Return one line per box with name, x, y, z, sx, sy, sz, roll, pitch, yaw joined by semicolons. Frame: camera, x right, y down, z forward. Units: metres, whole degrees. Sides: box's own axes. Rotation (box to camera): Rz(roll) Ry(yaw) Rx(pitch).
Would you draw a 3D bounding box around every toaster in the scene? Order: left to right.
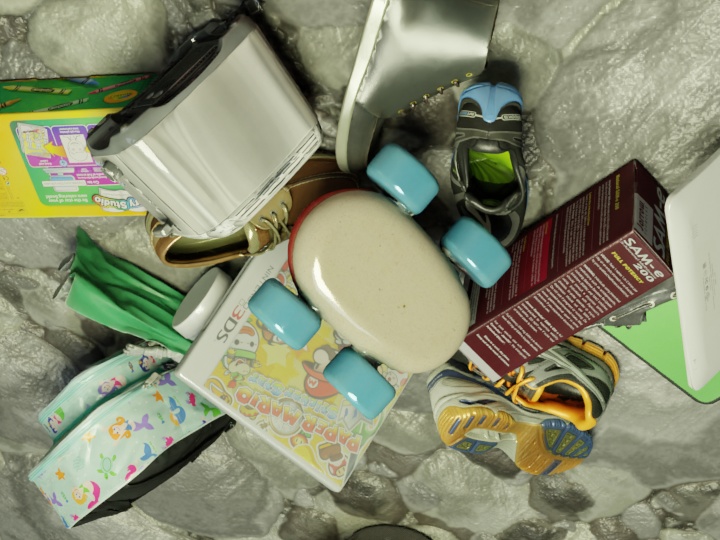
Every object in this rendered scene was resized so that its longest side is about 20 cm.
toaster;-0.121;-0.120;1.133;0.130;0.200;0.113;51;157;-23

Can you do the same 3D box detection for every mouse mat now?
mouse mat;0.307;0.036;1.250;0.199;0.008;0.161;37;129;-15

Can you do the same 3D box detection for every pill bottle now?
pill bottle;-0.087;0.085;1.338;0.199;0.105;0.104;39;129;-18

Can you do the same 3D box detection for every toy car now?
toy car;0.000;0.000;1.201;0.177;0.200;0.185;43;86;-17

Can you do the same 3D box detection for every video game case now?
video game case;-0.049;0.079;1.286;0.199;0.183;0.023;38;165;-18

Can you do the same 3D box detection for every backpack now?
backpack;-0.245;0.168;1.392;0.151;0.200;0.177;50;128;-2

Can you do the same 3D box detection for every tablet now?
tablet;0.305;-0.010;1.134;0.014;0.130;0.202;21;139;42

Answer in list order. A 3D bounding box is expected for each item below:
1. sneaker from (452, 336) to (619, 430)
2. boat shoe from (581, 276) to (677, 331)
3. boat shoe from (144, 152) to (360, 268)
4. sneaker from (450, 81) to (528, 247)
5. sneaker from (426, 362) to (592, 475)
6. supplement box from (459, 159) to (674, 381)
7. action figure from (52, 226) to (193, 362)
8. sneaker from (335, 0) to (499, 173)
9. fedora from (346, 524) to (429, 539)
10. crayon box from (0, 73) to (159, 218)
sneaker;0.152;0.088;1.292;0.198;0.078;0.079;19;134;1
boat shoe;0.242;0.019;1.210;0.199;0.070;0.066;-33;113;27
boat shoe;-0.094;-0.044;1.216;0.198;0.074;0.076;-17;130;-1
sneaker;0.106;-0.075;1.146;0.070;0.084;0.200;5;151;9
sneaker;0.151;0.141;1.346;0.199;0.089;0.075;23;120;-35
supplement box;0.177;0.002;1.180;0.061;0.109;0.199;42;124;-19
action figure;-0.211;0.048;1.352;0.199;0.119;0.055;32;124;-25
sneaker;0.044;-0.151;1.118;0.105;0.075;0.201;17;131;1
fedora;0.018;0.357;1.549;0.198;0.091;0.178;-18;125;20
crayon box;-0.267;-0.113;1.250;0.197;0.059;0.120;0;130;16
